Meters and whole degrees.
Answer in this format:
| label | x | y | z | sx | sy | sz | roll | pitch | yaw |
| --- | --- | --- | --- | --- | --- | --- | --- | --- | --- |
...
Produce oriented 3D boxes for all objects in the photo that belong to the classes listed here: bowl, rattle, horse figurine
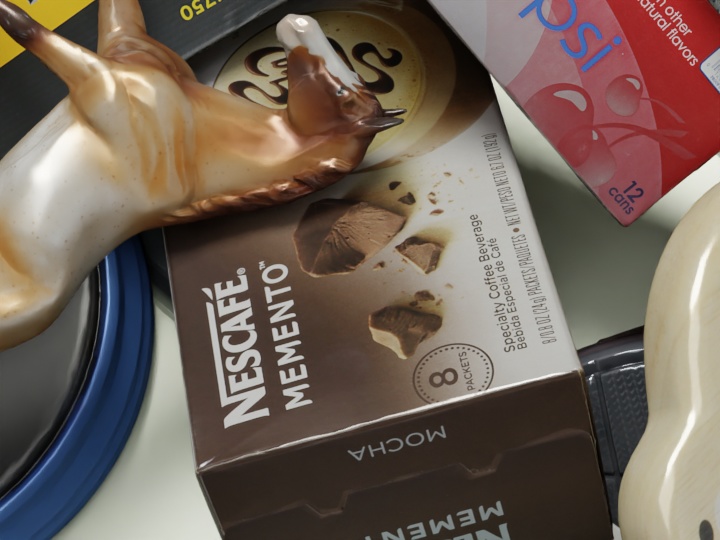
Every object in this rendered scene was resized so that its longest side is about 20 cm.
| label | x | y | z | sx | sy | sz | roll | pitch | yaw |
| --- | --- | --- | --- | --- | --- | --- | --- | --- | --- |
| bowl | -0.174 | 0.018 | 0.788 | 0.201 | 0.039 | 0.201 | -2 | 72 | 6 |
| rattle | 0.137 | 0.051 | 0.588 | 0.143 | 0.130 | 0.200 | 3 | 47 | 52 |
| horse figurine | -0.104 | -0.031 | 0.662 | 0.200 | 0.050 | 0.133 | -40 | 99 | -4 |

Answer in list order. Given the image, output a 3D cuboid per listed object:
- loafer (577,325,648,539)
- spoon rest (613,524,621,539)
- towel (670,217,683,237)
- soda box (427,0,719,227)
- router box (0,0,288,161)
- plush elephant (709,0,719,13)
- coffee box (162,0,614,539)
| label | x | y | z | sx | sy | sz | roll | pitch | yaw |
| --- | --- | --- | --- | --- | --- | --- | --- | --- | --- |
| loafer | 0.136 | 0.042 | 0.743 | 0.200 | 0.063 | 0.072 | -12 | 103 | 7 |
| spoon rest | 0.071 | 0.116 | 0.716 | 0.200 | 0.061 | 0.099 | 19 | 109 | 14 |
| towel | 0.201 | 0.044 | 0.694 | 0.144 | 0.023 | 0.200 | -26 | 98 | 6 |
| soda box | 0.035 | -0.111 | 0.664 | 0.063 | 0.070 | 0.200 | -39 | 107 | 8 |
| router box | -0.111 | -0.120 | 0.698 | 0.200 | 0.051 | 0.149 | -32 | 115 | -8 |
| plush elephant | 0.160 | -0.185 | 0.744 | 0.155 | 0.165 | 0.200 | -2 | 87 | 46 |
| coffee box | 0.000 | 0.000 | 0.712 | 0.113 | 0.080 | 0.200 | -14 | 45 | 2 |
